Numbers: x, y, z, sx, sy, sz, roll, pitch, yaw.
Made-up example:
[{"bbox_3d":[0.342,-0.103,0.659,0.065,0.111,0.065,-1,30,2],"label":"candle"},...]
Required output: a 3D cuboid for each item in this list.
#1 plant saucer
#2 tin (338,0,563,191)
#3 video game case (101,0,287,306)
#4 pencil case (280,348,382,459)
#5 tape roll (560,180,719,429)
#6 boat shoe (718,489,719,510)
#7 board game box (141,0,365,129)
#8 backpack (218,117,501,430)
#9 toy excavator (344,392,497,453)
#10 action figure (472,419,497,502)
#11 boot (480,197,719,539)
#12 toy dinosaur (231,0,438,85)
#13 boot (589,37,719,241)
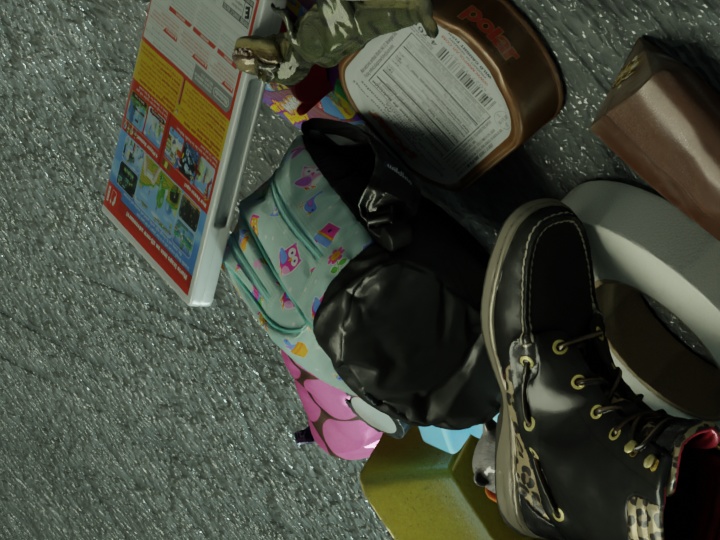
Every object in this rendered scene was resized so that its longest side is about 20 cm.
[{"bbox_3d":[0.089,0.178,1.950,0.200,0.048,0.200,56,-161,-7],"label":"plant saucer"},{"bbox_3d":[0.047,-0.107,1.638,0.112,0.042,0.200,50,160,1],"label":"tin"},{"bbox_3d":[-0.102,-0.098,1.744,0.143,0.017,0.200,44,125,52],"label":"video game case"},{"bbox_3d":[-0.024,0.045,2.010,0.094,0.091,0.200,59,171,42],"label":"pencil case"},{"bbox_3d":[0.180,0.036,1.643,0.203,0.037,0.203,38,159,18],"label":"tape roll"},{"bbox_3d":[0.261,0.093,1.499,0.200,0.062,0.075,-22,92,53],"label":"boat shoe"},{"bbox_3d":[-0.069,-0.138,1.798,0.158,0.039,0.200,52,160,-16],"label":"board game box"},{"bbox_3d":[0.000,0.000,1.715,0.167,0.127,0.200,41,-174,-40],"label":"backpack"},{"bbox_3d":[0.097,0.084,1.841,0.200,0.100,0.195,23,153,29],"label":"toy excavator"},{"bbox_3d":[0.154,0.142,1.723,0.193,0.105,0.200,23,-171,-16],"label":"action figure"},{"bbox_3d":[0.135,0.071,1.560,0.151,0.073,0.200,24,119,51],"label":"boot"},{"bbox_3d":[-0.009,-0.155,1.586,0.200,0.047,0.088,-10,86,60],"label":"toy dinosaur"},{"bbox_3d":[0.203,-0.042,1.424,0.200,0.064,0.186,50,158,2],"label":"boot"}]
